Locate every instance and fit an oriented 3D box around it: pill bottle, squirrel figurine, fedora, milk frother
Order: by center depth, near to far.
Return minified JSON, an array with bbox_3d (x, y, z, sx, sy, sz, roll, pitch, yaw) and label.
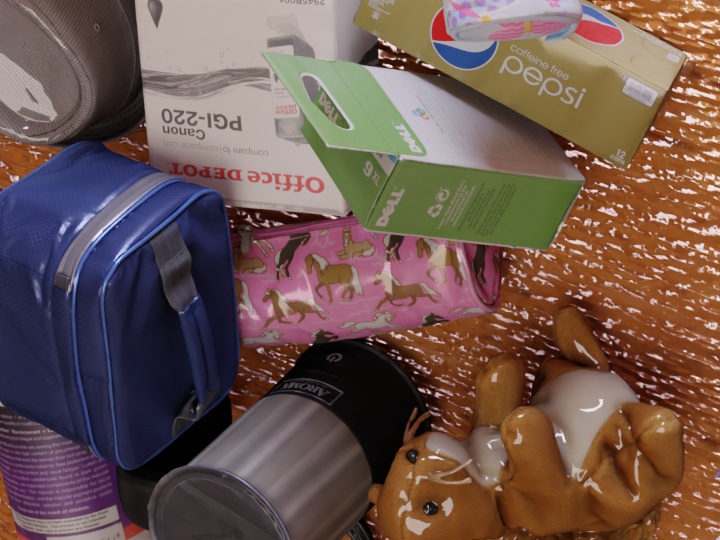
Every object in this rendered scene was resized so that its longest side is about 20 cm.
[{"bbox_3d":[0.103,0.151,1.556,0.186,0.142,0.201,-26,139,-13],"label":"squirrel figurine"},{"bbox_3d":[-0.228,-0.163,1.586,0.176,0.090,0.201,-24,104,28],"label":"fedora"},{"bbox_3d":[-0.054,0.180,1.624,0.179,0.188,0.201,-9,109,38],"label":"milk frother"},{"bbox_3d":[-0.212,0.104,1.695,0.110,0.112,0.202,-2,113,21],"label":"pill bottle"}]

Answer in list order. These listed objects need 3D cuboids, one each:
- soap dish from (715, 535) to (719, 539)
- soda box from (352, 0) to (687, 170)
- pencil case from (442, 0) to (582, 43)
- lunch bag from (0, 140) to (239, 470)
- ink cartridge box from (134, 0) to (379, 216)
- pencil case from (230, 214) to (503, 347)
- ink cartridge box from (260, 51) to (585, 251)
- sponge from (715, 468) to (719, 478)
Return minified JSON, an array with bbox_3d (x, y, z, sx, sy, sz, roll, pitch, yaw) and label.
[{"bbox_3d":[0.313,0.175,1.482,0.157,0.199,0.082,-48,60,33],"label":"soap dish"},{"bbox_3d":[0.101,-0.147,1.485,0.199,0.068,0.064,29,121,5],"label":"soda box"},{"bbox_3d":[0.083,-0.236,1.404,0.083,0.090,0.202,-8,86,46],"label":"pencil case"},{"bbox_3d":[-0.157,0.032,1.542,0.132,0.136,0.201,23,135,31],"label":"lunch bag"},{"bbox_3d":[-0.067,-0.145,1.540,0.144,0.085,0.202,6,118,19],"label":"ink cartridge box"},{"bbox_3d":[0.000,0.000,1.586,0.198,0.086,0.084,-8,69,23],"label":"pencil case"},{"bbox_3d":[0.030,-0.074,1.462,0.060,0.199,0.104,-62,41,29],"label":"ink cartridge box"},{"bbox_3d":[0.322,0.074,1.479,0.199,0.111,0.030,-35,90,30],"label":"sponge"}]
